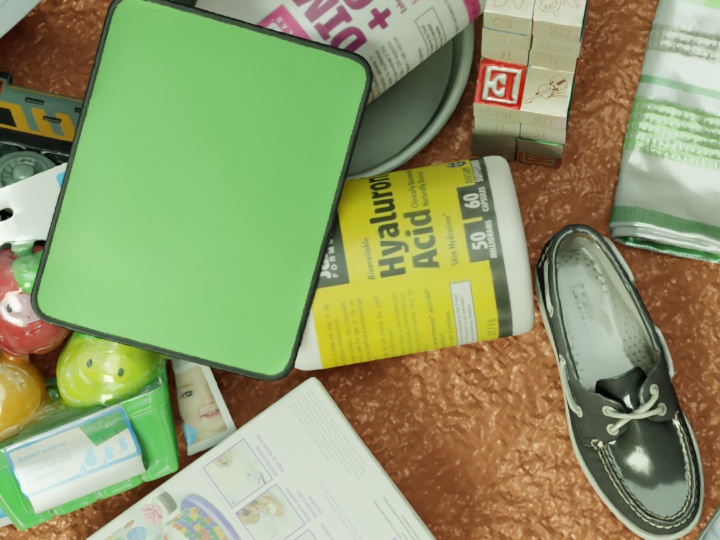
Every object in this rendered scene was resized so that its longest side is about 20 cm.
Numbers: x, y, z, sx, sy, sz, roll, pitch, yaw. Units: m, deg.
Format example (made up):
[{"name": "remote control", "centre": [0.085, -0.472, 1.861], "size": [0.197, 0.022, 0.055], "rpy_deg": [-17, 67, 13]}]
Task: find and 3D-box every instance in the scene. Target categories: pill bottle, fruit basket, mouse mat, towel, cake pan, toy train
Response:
[{"name": "pill bottle", "centre": [-0.030, -0.145, 1.673], "size": [0.200, 0.113, 0.113], "rpy_deg": [-39, 79, -6]}, {"name": "fruit basket", "centre": [-0.192, 0.048, 1.645], "size": [0.185, 0.094, 0.200], "rpy_deg": [-20, 116, 1]}, {"name": "mouse mat", "centre": [-0.092, -0.048, 1.611], "size": [0.160, 0.008, 0.201], "rpy_deg": [15, 93, -6]}, {"name": "pill bottle", "centre": [0.000, 0.000, 1.680], "size": [0.199, 0.111, 0.112], "rpy_deg": [-10, 77, 0]}, {"name": "towel", "centre": [0.245, -0.100, 1.736], "size": [0.149, 0.031, 0.201], "rpy_deg": [12, 78, 4]}, {"name": "cake pan", "centre": [-0.028, -0.144, 1.750], "size": [0.200, 0.037, 0.201], "rpy_deg": [0, 77, 2]}, {"name": "toy train", "centre": [-0.200, -0.063, 1.712], "size": [0.199, 0.085, 0.114], "rpy_deg": [11, 55, 2]}]

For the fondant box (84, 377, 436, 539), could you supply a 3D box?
[{"name": "fondant box", "centre": [-0.064, 0.182, 1.668], "size": [0.200, 0.058, 0.144], "rpy_deg": [-35, 79, -7]}]

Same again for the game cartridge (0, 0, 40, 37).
[{"name": "game cartridge", "centre": [-0.251, -0.178, 1.726], "size": [0.200, 0.133, 0.041], "rpy_deg": [-43, 121, -7]}]

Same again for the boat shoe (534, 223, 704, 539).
[{"name": "boat shoe", "centre": [0.158, 0.066, 1.685], "size": [0.074, 0.060, 0.201], "rpy_deg": [-15, 77, -3]}]

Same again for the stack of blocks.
[{"name": "stack of blocks", "centre": [0.105, -0.145, 1.663], "size": [0.058, 0.200, 0.116], "rpy_deg": [10, 77, 4]}]

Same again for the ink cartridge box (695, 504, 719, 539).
[{"name": "ink cartridge box", "centre": [0.261, 0.246, 1.651], "size": [0.200, 0.043, 0.198], "rpy_deg": [35, 80, 8]}]
